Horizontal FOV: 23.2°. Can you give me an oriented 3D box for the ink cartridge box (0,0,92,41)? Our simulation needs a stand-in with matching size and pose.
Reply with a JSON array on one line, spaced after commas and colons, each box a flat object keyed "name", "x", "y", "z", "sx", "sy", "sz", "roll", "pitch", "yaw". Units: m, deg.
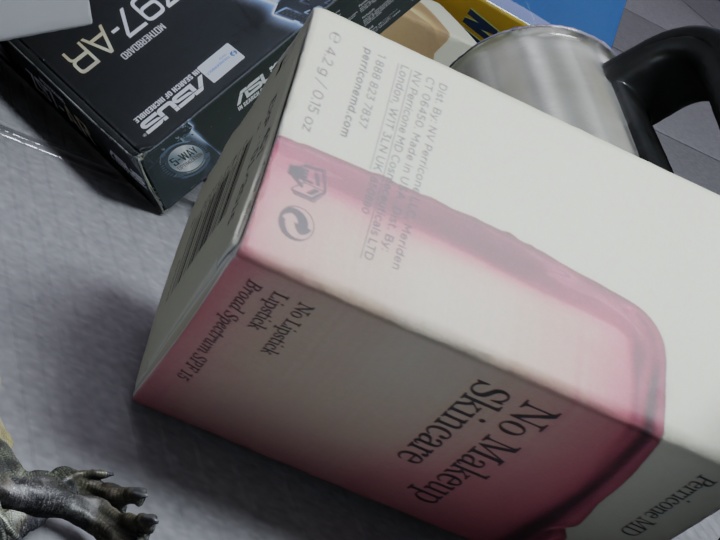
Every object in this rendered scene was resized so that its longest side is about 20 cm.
[{"name": "ink cartridge box", "x": -0.232, "y": -0.173, "z": 0.805, "sx": 0.174, "sy": 0.084, "sz": 0.200, "roll": -12, "pitch": 34, "yaw": -15}]

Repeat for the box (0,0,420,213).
[{"name": "box", "x": -0.074, "y": -0.144, "z": 0.865, "sx": 0.160, "sy": 0.200, "sz": 0.044, "roll": 42, "pitch": -15, "yaw": 31}]

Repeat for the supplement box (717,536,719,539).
[{"name": "supplement box", "x": 0.203, "y": 0.104, "z": 0.616, "sx": 0.132, "sy": 0.201, "sz": 0.197, "roll": 36, "pitch": 19, "yaw": 14}]

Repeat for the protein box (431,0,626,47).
[{"name": "protein box", "x": 0.067, "y": -0.199, "z": 1.183, "sx": 0.199, "sy": 0.135, "sz": 0.199, "roll": 28, "pitch": 47, "yaw": -6}]

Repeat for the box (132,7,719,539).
[{"name": "box", "x": 0.036, "y": 0.017, "z": 0.640, "sx": 0.199, "sy": 0.128, "sz": 0.110, "roll": 24, "pitch": 56, "yaw": -12}]

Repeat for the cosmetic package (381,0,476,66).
[{"name": "cosmetic package", "x": -0.041, "y": -0.131, "z": 1.010, "sx": 0.199, "sy": 0.106, "sz": 0.071, "roll": 16, "pitch": 23, "yaw": -33}]

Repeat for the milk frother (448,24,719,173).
[{"name": "milk frother", "x": 0.142, "y": -0.003, "z": 0.902, "sx": 0.189, "sy": 0.179, "sz": 0.201, "roll": -99, "pitch": 172, "yaw": -52}]

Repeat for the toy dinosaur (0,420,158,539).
[{"name": "toy dinosaur", "x": -0.104, "y": 0.063, "z": 0.504, "sx": 0.087, "sy": 0.048, "sz": 0.200, "roll": 21, "pitch": 16, "yaw": -9}]
